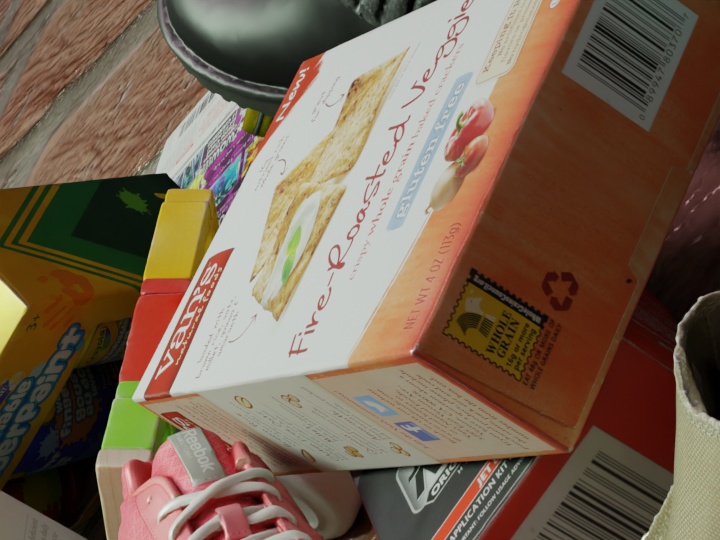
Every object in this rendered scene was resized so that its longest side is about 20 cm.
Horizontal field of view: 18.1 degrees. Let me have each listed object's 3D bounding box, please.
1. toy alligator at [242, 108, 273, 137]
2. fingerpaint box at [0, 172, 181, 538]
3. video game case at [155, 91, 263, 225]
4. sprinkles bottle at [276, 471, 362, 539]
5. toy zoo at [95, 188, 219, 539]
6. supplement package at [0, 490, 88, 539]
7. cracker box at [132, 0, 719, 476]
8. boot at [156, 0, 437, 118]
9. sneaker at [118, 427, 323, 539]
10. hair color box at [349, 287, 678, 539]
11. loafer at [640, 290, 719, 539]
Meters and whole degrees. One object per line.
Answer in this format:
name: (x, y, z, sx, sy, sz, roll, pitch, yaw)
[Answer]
toy alligator: (-0.022, -0.053, 0.963, 0.054, 0.059, 0.201, -81, 8, -51)
fingerpaint box: (-0.157, 0.061, 0.986, 0.200, 0.073, 0.167, -56, -22, 23)
video game case: (-0.042, -0.066, 1.106, 0.200, 0.036, 0.182, -46, 23, 32)
sprinkles bottle: (0.000, 0.000, 0.856, 0.068, 0.068, 0.201, -24, 38, 58)
toy zoo: (-0.070, 0.060, 0.885, 0.200, 0.020, 0.132, -83, -8, -53)
supplement package: (-0.183, 0.151, 0.871, 0.117, 0.200, 0.117, -48, 21, 25)
cracker box: (0.016, -0.012, 0.666, 0.200, 0.058, 0.134, -16, 45, 63)
boot: (-0.005, -0.125, 0.799, 0.210, 0.158, 0.080, 13, 62, 30)
sneaker: (-0.043, 0.091, 0.668, 0.200, 0.073, 0.087, 171, 84, -71)
hair color box: (0.046, 0.038, 0.698, 0.102, 0.061, 0.200, -55, 19, 9)
loafer: (0.098, 0.042, 0.527, 0.200, 0.068, 0.076, -59, 16, 30)
